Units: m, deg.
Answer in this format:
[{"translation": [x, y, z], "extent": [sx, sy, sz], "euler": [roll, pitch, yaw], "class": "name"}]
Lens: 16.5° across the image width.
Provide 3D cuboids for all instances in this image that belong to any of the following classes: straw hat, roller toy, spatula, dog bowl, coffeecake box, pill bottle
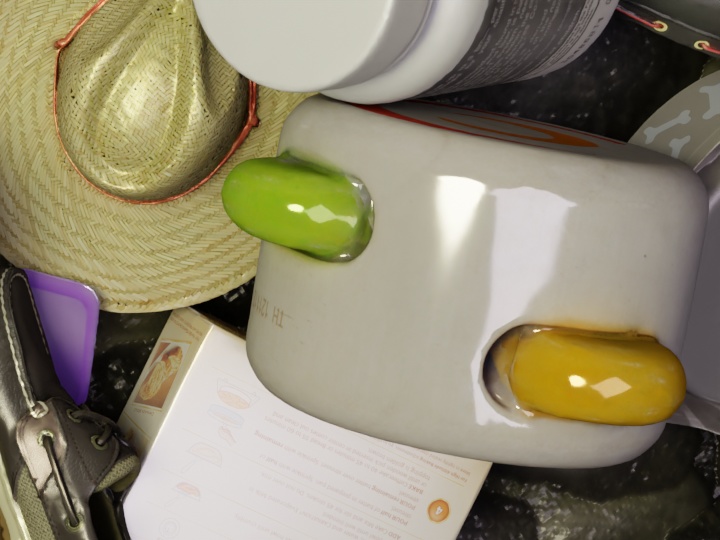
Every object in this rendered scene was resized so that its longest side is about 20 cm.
[{"translation": [-0.090, -0.076, 1.072], "extent": [0.201, 0.085, 0.202], "euler": [0, 93, 0], "class": "straw hat"}, {"translation": [0.049, 0.008, 1.046], "extent": [0.200, 0.182, 0.140], "euler": [12, 99, 14], "class": "roller toy"}, {"translation": [-0.160, 0.096, 1.131], "extent": [0.056, 0.021, 0.200], "euler": [15, 100, 14], "class": "spatula"}, {"translation": [0.186, -0.009, 1.181], "extent": [0.200, 0.059, 0.200], "euler": [-18, 126, -27], "class": "dog bowl"}, {"translation": [-0.056, 0.139, 1.151], "extent": [0.153, 0.073, 0.200], "euler": [27, 90, -19], "class": "coffeecake box"}, {"translation": [0.022, -0.128, 1.027], "extent": [0.200, 0.114, 0.114], "euler": [-17, 109, -59], "class": "pill bottle"}]

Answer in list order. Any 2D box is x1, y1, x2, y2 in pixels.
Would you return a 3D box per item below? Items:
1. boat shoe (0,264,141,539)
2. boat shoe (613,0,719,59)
[{"translation": [-0.125, 0.090, 1.071], "extent": [0.065, 0.073, 0.200], "euler": [-15, 86, 10], "class": "boat shoe"}, {"translation": [0.120, -0.150, 1.163], "extent": [0.201, 0.063, 0.074], "euler": [18, 54, -7], "class": "boat shoe"}]
